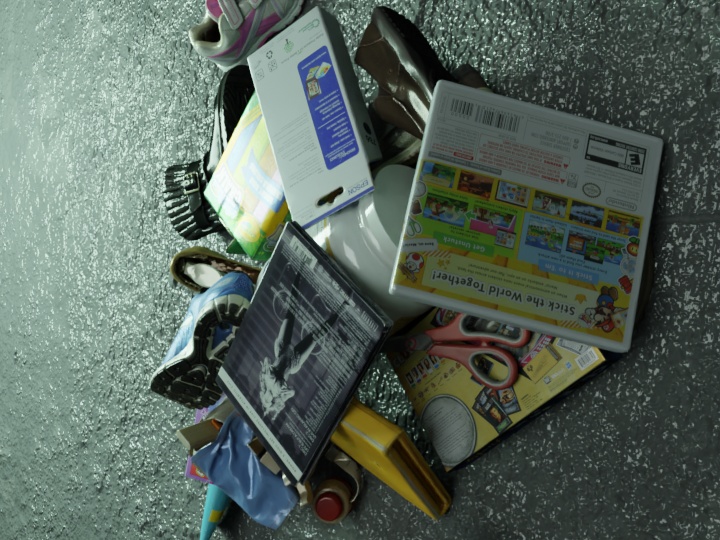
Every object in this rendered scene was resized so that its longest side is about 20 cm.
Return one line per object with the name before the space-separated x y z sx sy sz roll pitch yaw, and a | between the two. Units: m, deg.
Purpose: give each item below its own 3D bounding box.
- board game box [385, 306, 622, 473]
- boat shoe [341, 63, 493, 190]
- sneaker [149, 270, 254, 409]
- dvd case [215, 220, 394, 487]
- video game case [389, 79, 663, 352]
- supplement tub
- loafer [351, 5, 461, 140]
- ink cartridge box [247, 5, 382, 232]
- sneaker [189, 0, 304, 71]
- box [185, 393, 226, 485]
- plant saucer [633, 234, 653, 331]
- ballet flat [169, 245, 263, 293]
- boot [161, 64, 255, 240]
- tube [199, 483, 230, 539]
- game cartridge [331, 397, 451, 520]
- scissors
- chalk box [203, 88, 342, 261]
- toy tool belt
board game box | 0.122 0.078 0.720 0.200 0.034 0.136 -44 62 33
boat shoe | 0.054 -0.132 0.804 0.200 0.071 0.067 -36 61 30
sneaker | -0.166 0.078 0.859 0.200 0.078 0.090 -48 22 33
dvd case | -0.060 0.079 0.728 0.149 0.016 0.201 45 120 31
video game case | 0.138 -0.045 0.638 0.023 0.198 0.184 118 166 -79
supplement tub | 0.000 0.000 0.788 0.200 0.143 0.146 -38 65 40
loafer | 0.055 -0.158 0.731 0.071 0.073 0.201 -47 55 31
ink cartridge box | -0.042 -0.142 0.751 0.099 0.039 0.202 -25 70 28
sneaker | -0.142 -0.327 0.968 0.200 0.088 0.082 -47 60 31
box | -0.126 0.167 0.935 0.135 0.039 0.203 14 98 11
plant saucer | 0.169 -0.004 0.721 0.199 0.029 0.203 0 89 43
ballet flat | -0.130 0.025 0.895 0.198 0.063 0.069 17 90 8
boot | -0.190 -0.149 1.016 0.157 0.079 0.214 -3 83 46
tube | -0.174 0.262 1.007 0.050 0.077 0.202 19 102 7
game cartridge | -0.010 0.161 0.798 0.199 0.177 0.032 30 71 38
scissors | 0.059 0.060 0.720 0.198 0.014 0.074 8 101 30
chalk box | -0.085 -0.088 0.890 0.124 0.124 0.201 49 121 31
toy tool belt | -0.102 0.223 0.851 0.199 0.123 0.125 36 102 7
